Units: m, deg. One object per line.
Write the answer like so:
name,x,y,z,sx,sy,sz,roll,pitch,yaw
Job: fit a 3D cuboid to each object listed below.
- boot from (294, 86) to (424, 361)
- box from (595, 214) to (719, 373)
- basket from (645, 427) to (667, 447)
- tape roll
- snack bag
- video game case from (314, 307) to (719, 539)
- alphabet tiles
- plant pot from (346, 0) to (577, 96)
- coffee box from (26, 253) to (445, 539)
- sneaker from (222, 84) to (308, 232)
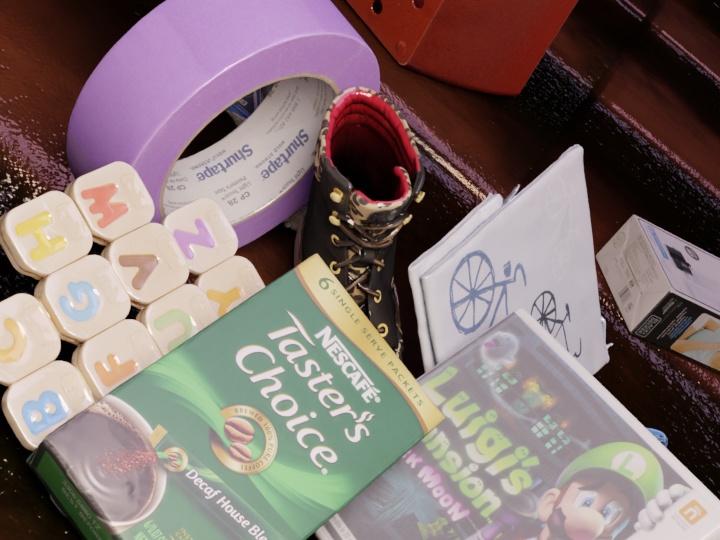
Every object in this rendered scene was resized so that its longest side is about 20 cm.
boot,0.000,0.000,0.906,0.072,0.151,0.202,2,53,-10
box,0.333,0.035,1.399,0.198,0.060,0.117,24,31,-28
basket,0.150,0.168,0.865,0.198,0.141,0.176,20,18,28
tape roll,-0.085,-0.094,0.914,0.066,0.201,0.199,51,29,22
snack bag,0.105,0.032,0.958,0.021,0.191,0.200,12,37,37
video game case,0.073,0.128,0.789,0.200,0.181,0.023,47,-13,45
alphabet tiles,-0.115,0.041,0.791,0.195,0.015,0.202,-31,92,-46
plant pot,0.093,-0.310,1.490,0.175,0.201,0.201,-14,57,-42
coffee box,-0.060,0.088,0.751,0.199,0.044,0.123,-33,82,-37
sneaker,-0.052,-0.064,1.062,0.202,0.084,0.077,65,5,4
